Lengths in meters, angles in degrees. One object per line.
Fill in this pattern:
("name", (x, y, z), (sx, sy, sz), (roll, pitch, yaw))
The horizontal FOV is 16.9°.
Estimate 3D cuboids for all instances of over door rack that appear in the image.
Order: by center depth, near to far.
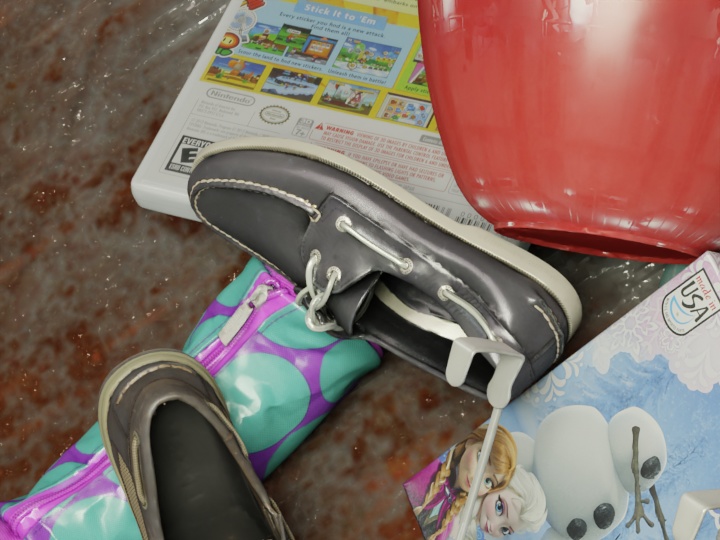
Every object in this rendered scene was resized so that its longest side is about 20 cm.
("over door rack", (0.095, 0.141, 1.002), (0.148, 0.066, 0.201), (32, 126, 41))

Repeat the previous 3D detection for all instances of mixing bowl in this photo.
("mixing bowl", (0.113, -0.064, 1.074), (0.199, 0.200, 0.109), (7, 85, 23))

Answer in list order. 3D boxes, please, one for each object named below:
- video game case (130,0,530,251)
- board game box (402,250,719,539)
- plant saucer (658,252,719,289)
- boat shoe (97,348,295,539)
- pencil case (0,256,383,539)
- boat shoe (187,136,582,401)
("video game case", (0.011, -0.084, 1.205), (0.199, 0.023, 0.182), (14, 58, 20))
("board game box", (0.131, 0.130, 1.058), (0.199, 0.043, 0.201), (-40, 59, 28))
("plant saucer", (0.215, 0.004, 1.091), (0.199, 0.036, 0.201), (-19, 51, 25))
("boat shoe", (-0.064, 0.134, 1.104), (0.074, 0.073, 0.201), (-28, 102, -4))
("pencil case", (-0.086, 0.080, 1.173), (0.200, 0.092, 0.085), (-45, 53, -2))
("boat shoe", (0.000, 0.000, 1.102), (0.199, 0.073, 0.063), (24, 55, 16))
